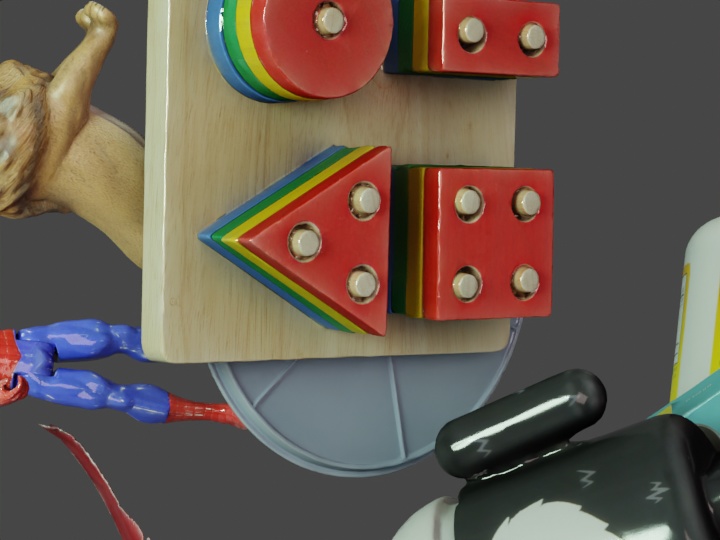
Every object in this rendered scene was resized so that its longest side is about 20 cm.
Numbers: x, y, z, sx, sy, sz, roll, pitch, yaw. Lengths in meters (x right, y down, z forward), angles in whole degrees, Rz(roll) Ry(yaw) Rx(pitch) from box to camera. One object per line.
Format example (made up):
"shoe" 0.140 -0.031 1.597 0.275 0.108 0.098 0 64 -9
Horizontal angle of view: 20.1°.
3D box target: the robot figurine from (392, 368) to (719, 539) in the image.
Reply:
"robot figurine" 0.102 0.136 0.870 0.200 0.125 0.151 -22 52 17

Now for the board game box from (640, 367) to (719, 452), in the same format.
"board game box" 0.141 0.159 0.961 0.200 0.047 0.151 -37 92 21

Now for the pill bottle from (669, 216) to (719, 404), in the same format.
"pill bottle" 0.212 0.039 1.029 0.104 0.104 0.201 11 79 -14

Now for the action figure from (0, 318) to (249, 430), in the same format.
"action figure" -0.142 0.036 0.938 0.199 0.099 0.065 3 72 -12

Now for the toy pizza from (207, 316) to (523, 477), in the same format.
"toy pizza" 0.000 0.000 0.991 0.200 0.032 0.201 -3 95 -35

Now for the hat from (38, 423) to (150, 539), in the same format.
"hat" -0.073 0.206 0.961 0.166 0.176 0.201 36 68 -52

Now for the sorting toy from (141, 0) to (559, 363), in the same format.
"sorting toy" 0.005 -0.058 0.929 0.198 0.070 0.201 -1 93 -35

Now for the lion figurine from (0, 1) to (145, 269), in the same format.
"lion figurine" -0.119 -0.046 0.967 0.200 0.072 0.123 32 84 -18
